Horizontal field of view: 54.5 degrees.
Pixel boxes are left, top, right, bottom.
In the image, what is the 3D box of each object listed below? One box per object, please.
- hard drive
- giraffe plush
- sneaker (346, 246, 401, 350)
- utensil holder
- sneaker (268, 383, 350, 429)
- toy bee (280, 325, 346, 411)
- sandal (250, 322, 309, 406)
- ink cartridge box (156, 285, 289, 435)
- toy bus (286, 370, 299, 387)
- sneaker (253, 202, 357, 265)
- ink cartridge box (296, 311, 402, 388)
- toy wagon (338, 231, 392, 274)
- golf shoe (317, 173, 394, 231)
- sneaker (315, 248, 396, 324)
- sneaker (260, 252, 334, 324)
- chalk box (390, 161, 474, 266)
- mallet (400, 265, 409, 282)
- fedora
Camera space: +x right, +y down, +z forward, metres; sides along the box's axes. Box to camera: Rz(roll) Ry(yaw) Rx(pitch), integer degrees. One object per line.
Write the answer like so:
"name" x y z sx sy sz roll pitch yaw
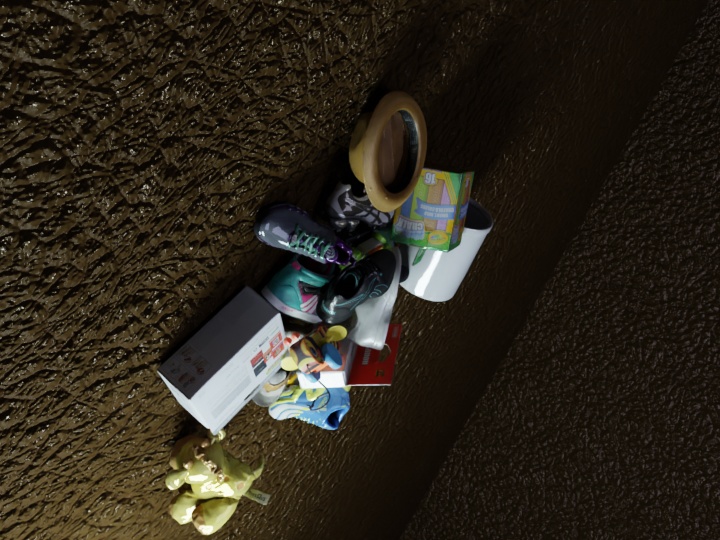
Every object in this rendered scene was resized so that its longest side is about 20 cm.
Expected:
"hard drive" 0.000 -0.036 1.406 0.200 0.038 0.140 -24 142 -49
"giraffe plush" -0.282 0.364 1.262 0.163 0.199 0.173 58 34 -39
"sneaker" 0.024 0.045 1.331 0.075 0.088 0.201 94 10 -80
"utensil holder" 0.178 -0.057 1.556 0.170 0.170 0.201 -24 144 -49
"sneaker" -0.099 0.271 1.362 0.199 0.106 0.076 -34 142 27
"toy bee" -0.080 0.137 1.204 0.131 0.109 0.200 -38 -165 -5
"sandal" -0.156 0.186 1.314 0.200 0.081 0.055 -54 -159 26
"ink cartridge box" -0.221 0.156 1.178 0.200 0.084 0.176 -45 156 -23
"toy bus" -0.130 0.232 1.470 0.078 0.065 0.200 -45 154 -21
"sneaker" -0.082 -0.053 1.139 0.199 0.087 0.075 13 105 -54
"ink cartridge box" -0.017 0.148 1.354 0.200 0.172 0.044 -73 154 -58
"toy wagon" 0.000 0.000 1.357 0.156 0.039 0.200 -55 156 -3
"golf shoe" 0.012 -0.128 1.261 0.200 0.078 0.095 -19 137 -55
"sneaker" 0.005 0.018 1.235 0.200 0.075 0.079 -43 165 -36
"sneaker" -0.087 0.023 1.269 0.121 0.084 0.200 -49 156 8
"chalk box" 0.139 -0.107 1.381 0.124 0.123 0.201 -30 130 -68
"mallet" 0.023 0.061 1.528 0.200 0.041 0.066 -44 163 15
"fedora" 0.036 -0.202 1.177 0.200 0.081 0.202 -28 126 -48
